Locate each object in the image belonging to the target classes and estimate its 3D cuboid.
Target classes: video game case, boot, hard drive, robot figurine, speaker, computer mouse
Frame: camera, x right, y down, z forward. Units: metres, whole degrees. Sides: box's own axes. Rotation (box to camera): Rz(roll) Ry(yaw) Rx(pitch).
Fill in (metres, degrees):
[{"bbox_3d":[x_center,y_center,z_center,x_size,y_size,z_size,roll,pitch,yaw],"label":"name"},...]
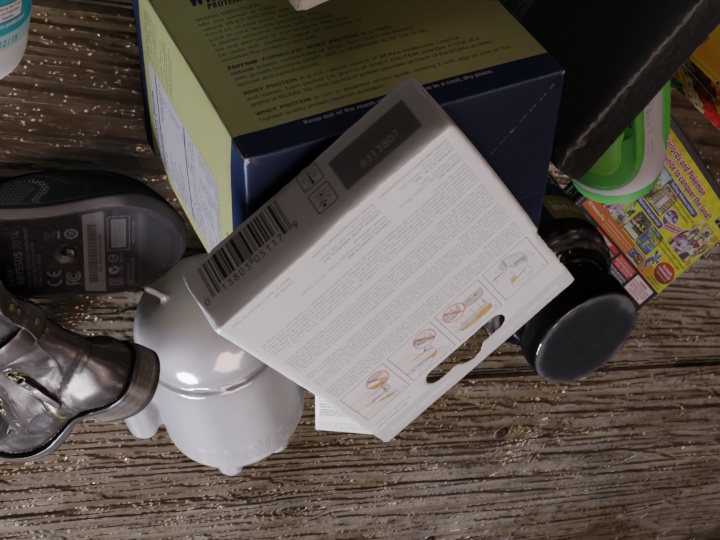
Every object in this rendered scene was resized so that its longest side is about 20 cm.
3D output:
[{"bbox_3d":[0.244,-0.035,1.161,0.180,0.026,0.200,-42,139,9],"label":"video game case"},{"bbox_3d":[-0.249,0.058,0.844,0.198,0.070,0.173,-23,144,34],"label":"boot"},{"bbox_3d":[0.123,-0.172,0.805,0.033,0.201,0.140,23,115,-45],"label":"hard drive"},{"bbox_3d":[-0.104,0.067,0.950,0.168,0.113,0.201,-29,140,-16],"label":"robot figurine"},{"bbox_3d":[0.191,-0.145,0.968,0.088,0.089,0.201,-27,140,-9],"label":"speaker"},{"bbox_3d":[-0.213,-0.031,0.832,0.197,0.053,0.140,-1,133,-18],"label":"computer mouse"}]

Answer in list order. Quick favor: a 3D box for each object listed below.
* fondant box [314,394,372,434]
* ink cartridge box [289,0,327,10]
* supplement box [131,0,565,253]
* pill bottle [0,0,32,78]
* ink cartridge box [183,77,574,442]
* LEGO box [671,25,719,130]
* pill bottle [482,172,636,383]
[{"bbox_3d":[0.000,0.000,0.929,0.057,0.146,0.202,5,134,2],"label":"fondant box"},{"bbox_3d":[-0.002,-0.248,0.681,0.198,0.129,0.126,-26,147,-17],"label":"ink cartridge box"},{"bbox_3d":[-0.016,-0.099,0.779,0.197,0.201,0.135,-17,138,-20],"label":"supplement box"},{"bbox_3d":[-0.208,-0.198,0.620,0.109,0.111,0.202,-5,132,-30],"label":"pill bottle"},{"bbox_3d":[0.019,0.004,0.718,0.162,0.057,0.200,-41,148,7],"label":"ink cartridge box"},{"bbox_3d":[0.335,-0.197,0.967,0.199,0.150,0.077,-37,141,4],"label":"LEGO box"},{"bbox_3d":[0.117,-0.016,0.953,0.110,0.201,0.113,-18,138,-18],"label":"pill bottle"}]
